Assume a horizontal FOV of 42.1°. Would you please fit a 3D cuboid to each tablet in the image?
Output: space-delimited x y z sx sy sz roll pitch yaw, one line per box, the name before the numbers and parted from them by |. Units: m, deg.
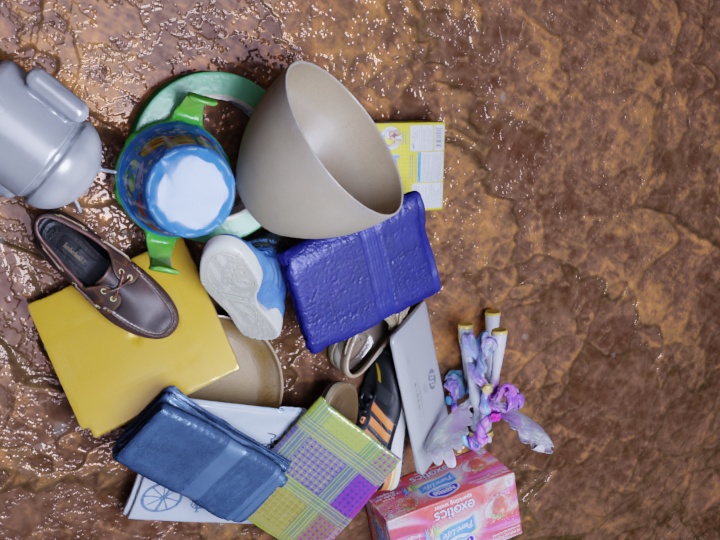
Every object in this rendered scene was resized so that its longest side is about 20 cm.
tablet | 0.084 0.156 1.263 0.014 0.130 0.202 -3 109 26

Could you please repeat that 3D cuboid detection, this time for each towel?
towel | -0.061 0.268 1.184 0.143 0.023 0.200 38 105 -11
towel | -0.187 0.223 1.110 0.112 0.049 0.200 -43 122 15
towel | 0.000 0.000 1.153 0.199 0.049 0.149 -26 120 -21

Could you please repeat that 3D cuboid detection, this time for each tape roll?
tape roll | -0.178 -0.136 1.123 0.198 0.048 0.203 -5 104 -20

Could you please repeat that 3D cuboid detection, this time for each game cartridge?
game cartridge | -0.267 0.080 1.114 0.198 0.032 0.178 -24 91 -9

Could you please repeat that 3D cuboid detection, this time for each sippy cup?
sippy cup | -0.196 -0.094 1.029 0.139 0.130 0.179 -25 109 -15

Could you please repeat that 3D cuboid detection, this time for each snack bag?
snack bag | -0.182 0.239 1.172 0.187 0.021 0.202 10 117 -27

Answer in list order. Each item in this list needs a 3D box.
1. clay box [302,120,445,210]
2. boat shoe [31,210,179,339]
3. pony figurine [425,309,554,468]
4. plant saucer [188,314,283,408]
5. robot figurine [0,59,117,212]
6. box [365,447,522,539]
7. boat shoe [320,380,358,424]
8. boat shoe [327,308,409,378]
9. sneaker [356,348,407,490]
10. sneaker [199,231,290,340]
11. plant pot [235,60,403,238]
clay box | 0.009 -0.132 1.197 0.198 0.048 0.116 -3 103 -19
boat shoe | -0.291 0.008 1.064 0.199 0.070 0.071 38 79 -7
pony figurine | 0.167 0.170 1.257 0.164 0.193 0.203 -1 101 3
plant saucer | -0.197 0.151 1.184 0.198 0.035 0.203 -5 103 -20
robot figurine | -0.365 -0.145 1.012 0.200 0.114 0.169 39 127 -23
box | 0.116 0.342 1.316 0.198 0.095 0.104 -16 108 -17
boat shoe | -0.064 0.230 1.234 0.072 0.072 0.202 0 113 -45
boat shoe | 0.034 0.054 1.238 0.071 0.064 0.201 32 89 -24
sneaker | 0.010 0.207 1.259 0.089 0.070 0.203 -4 104 -22
sneaker | -0.131 -0.011 1.110 0.076 0.112 0.201 -2 148 14
plant pot | -0.063 -0.115 1.063 0.134 0.201 0.200 -32 116 26
